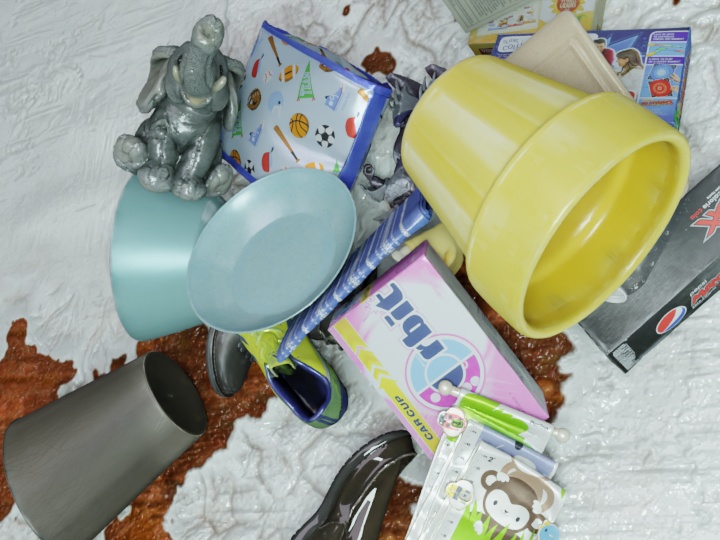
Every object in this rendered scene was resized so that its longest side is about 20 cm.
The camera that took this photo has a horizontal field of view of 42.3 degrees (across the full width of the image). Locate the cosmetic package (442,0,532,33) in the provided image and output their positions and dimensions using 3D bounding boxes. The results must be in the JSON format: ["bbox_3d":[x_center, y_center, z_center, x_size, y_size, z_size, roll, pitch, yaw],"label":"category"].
[{"bbox_3d":[0.172,-0.343,0.969,0.198,0.103,0.074,-22,60,21],"label":"cosmetic package"}]

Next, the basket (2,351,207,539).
[{"bbox_3d":[-0.288,0.193,1.072,0.199,0.136,0.182,-35,60,10],"label":"basket"}]

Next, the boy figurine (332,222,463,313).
[{"bbox_3d":[0.061,-0.008,0.940,0.064,0.124,0.200,43,90,23],"label":"boy figurine"}]

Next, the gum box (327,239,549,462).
[{"bbox_3d":[0.077,0.089,0.866,0.113,0.066,0.201,-37,97,14],"label":"gum box"}]

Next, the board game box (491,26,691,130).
[{"bbox_3d":[0.219,-0.183,0.927,0.197,0.035,0.137,5,55,25],"label":"board game box"}]

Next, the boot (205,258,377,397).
[{"bbox_3d":[-0.073,0.061,1.032,0.172,0.069,0.203,14,86,26],"label":"boot"}]

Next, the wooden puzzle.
[{"bbox_3d":[0.181,-0.108,0.878,0.184,0.037,0.202,-37,82,31],"label":"wooden puzzle"}]

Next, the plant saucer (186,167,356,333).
[{"bbox_3d":[-0.086,-0.015,0.955,0.198,0.039,0.203,-16,51,20],"label":"plant saucer"}]

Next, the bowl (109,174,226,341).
[{"bbox_3d":[-0.202,-0.017,1.082,0.103,0.201,0.204,1,70,10],"label":"bowl"}]

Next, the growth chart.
[{"bbox_3d":[0.113,0.214,0.829,0.142,0.018,0.203,15,92,4],"label":"growth chart"}]

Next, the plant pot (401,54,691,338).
[{"bbox_3d":[0.141,-0.079,0.786,0.201,0.200,0.189,-48,58,6],"label":"plant pot"}]

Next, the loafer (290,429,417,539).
[{"bbox_3d":[-0.002,0.246,0.917,0.071,0.073,0.201,40,99,26],"label":"loafer"}]

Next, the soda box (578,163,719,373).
[{"bbox_3d":[0.284,-0.004,0.838,0.200,0.063,0.071,-43,55,9],"label":"soda box"}]

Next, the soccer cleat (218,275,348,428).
[{"bbox_3d":[-0.087,0.078,0.965,0.065,0.084,0.200,-44,75,10],"label":"soccer cleat"}]

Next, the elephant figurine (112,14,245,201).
[{"bbox_3d":[-0.179,-0.189,1.012,0.154,0.140,0.203,32,113,33],"label":"elephant figurine"}]

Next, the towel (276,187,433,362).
[{"bbox_3d":[0.000,0.000,0.903,0.024,0.145,0.200,43,104,-6],"label":"towel"}]

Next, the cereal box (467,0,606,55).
[{"bbox_3d":[0.206,-0.335,1.033,0.142,0.039,0.203,5,73,33],"label":"cereal box"}]

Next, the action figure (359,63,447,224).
[{"bbox_3d":[0.054,-0.126,1.020,0.129,0.069,0.203,-17,53,45],"label":"action figure"}]

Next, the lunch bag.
[{"bbox_3d":[-0.055,-0.161,1.053,0.200,0.123,0.172,38,111,45],"label":"lunch bag"}]
